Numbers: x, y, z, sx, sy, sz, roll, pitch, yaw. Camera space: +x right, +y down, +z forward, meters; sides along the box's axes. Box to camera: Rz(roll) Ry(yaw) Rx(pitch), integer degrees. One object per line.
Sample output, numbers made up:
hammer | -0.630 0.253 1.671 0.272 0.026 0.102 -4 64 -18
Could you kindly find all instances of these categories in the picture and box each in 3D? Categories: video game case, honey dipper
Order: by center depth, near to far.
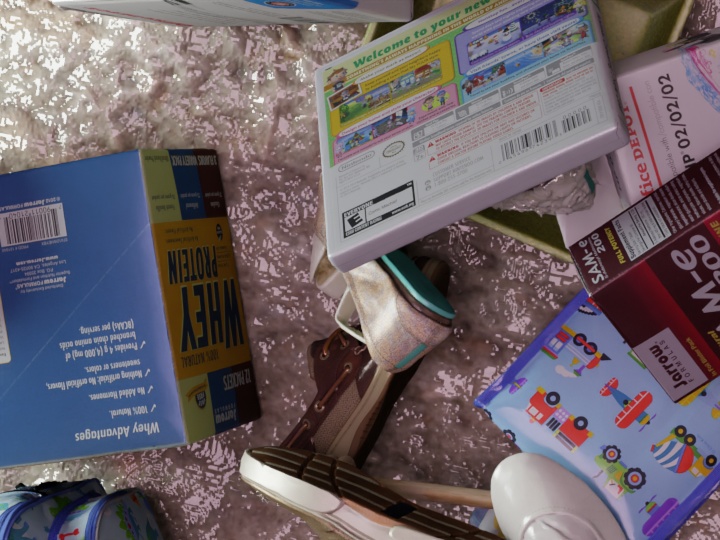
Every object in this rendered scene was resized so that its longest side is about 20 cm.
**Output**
video game case | 0.064 -0.105 1.230 0.200 0.022 0.182 -25 43 19
honey dipper | 0.042 0.147 1.293 0.200 0.038 0.038 4 95 22

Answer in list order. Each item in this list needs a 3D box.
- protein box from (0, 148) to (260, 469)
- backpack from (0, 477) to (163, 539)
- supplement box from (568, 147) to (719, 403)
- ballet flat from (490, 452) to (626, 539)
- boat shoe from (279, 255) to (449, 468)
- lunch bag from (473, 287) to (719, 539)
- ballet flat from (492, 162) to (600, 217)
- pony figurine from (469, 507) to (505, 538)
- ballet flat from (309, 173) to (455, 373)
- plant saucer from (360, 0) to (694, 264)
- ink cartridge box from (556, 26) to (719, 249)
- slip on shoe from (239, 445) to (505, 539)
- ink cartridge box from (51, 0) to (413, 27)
protein box | -0.199 0.028 1.375 0.199 0.135 0.200 -9 91 19
backpack | -0.214 0.238 1.362 0.147 0.200 0.183 -17 88 18
supplement box | 0.241 -0.019 1.185 0.200 0.061 0.109 -34 120 12
ballet flat | 0.145 0.206 1.223 0.069 0.069 0.200 -27 100 18
boat shoe | -0.007 0.070 1.353 0.072 0.072 0.200 31 109 12
lunch bag | 0.201 0.067 1.283 0.151 0.094 0.200 44 96 13
ballet flat | 0.070 -0.063 1.260 0.200 0.072 0.072 13 99 44
pony figurine | 0.071 0.251 1.309 0.193 0.167 0.200 35 86 10
ballet flat | 0.000 0.000 1.297 0.068 0.200 0.067 27 109 -29
plant saucer | 0.102 -0.133 1.314 0.200 0.048 0.200 24 101 14
ink cartridge box | 0.214 -0.086 1.233 0.200 0.068 0.115 -19 101 3
slip on shoe | 0.004 0.171 1.246 0.200 0.076 0.061 21 103 22
ink cartridge box | -0.084 -0.210 1.291 0.200 0.146 0.084 4 92 33
